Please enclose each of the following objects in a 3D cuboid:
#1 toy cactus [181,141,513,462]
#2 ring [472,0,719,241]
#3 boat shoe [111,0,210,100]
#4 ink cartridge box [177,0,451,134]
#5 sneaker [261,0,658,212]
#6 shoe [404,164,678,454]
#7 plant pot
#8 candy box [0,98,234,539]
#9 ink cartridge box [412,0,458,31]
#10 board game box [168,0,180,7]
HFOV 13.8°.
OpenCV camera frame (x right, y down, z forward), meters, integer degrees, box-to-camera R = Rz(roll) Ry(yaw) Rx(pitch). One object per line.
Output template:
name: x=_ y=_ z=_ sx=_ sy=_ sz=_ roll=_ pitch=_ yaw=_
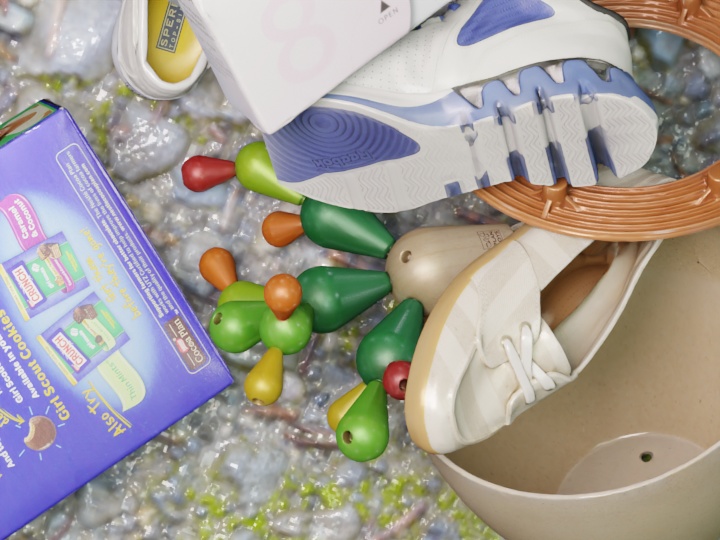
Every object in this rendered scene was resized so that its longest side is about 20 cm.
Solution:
toy cactus: x=0.000 y=0.000 z=1.503 sx=0.164 sy=0.200 sz=0.103 roll=-13 pitch=134 yaw=-15
ring: x=0.135 y=-0.089 z=1.519 sx=0.199 sy=0.201 sz=0.019 roll=-15 pitch=134 yaw=-12
boat shoe: x=-0.082 y=-0.186 z=1.502 sx=0.074 sy=0.086 sz=0.203 roll=14 pitch=91 yaw=-14
ink cartridge box: x=-0.027 y=-0.188 z=1.376 sx=0.162 sy=0.057 sz=0.201 roll=-37 pitch=132 yaw=-13
sneaker: x=0.049 y=-0.099 z=1.477 sx=0.198 sy=0.116 sz=0.081 roll=-2 pitch=138 yaw=8
shoe: x=0.091 y=0.015 z=1.467 sx=0.200 sy=0.053 sz=0.070 roll=-49 pitch=128 yaw=-30
plant pot: x=0.132 y=0.081 z=1.537 sx=0.199 sy=0.200 sz=0.135 roll=-29 pitch=135 yaw=-10
candy box: x=-0.194 y=0.038 z=1.497 sx=0.199 sy=0.077 sz=0.170 roll=-33 pitch=102 yaw=-10
ink cartridge box: x=0.066 y=-0.193 z=1.520 sx=0.199 sy=0.067 sz=0.117 roll=-34 pitch=143 yaw=-9
board game box: x=-0.131 y=-0.238 z=1.450 sx=0.199 sy=0.064 sz=0.148 roll=30 pitch=87 yaw=19
